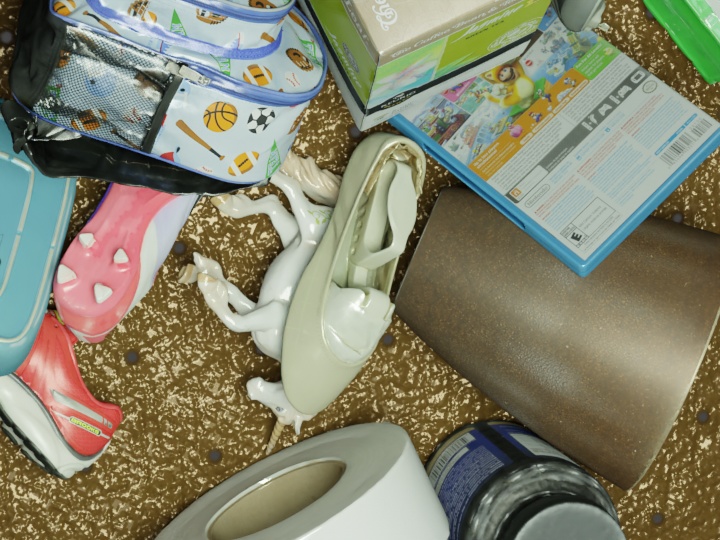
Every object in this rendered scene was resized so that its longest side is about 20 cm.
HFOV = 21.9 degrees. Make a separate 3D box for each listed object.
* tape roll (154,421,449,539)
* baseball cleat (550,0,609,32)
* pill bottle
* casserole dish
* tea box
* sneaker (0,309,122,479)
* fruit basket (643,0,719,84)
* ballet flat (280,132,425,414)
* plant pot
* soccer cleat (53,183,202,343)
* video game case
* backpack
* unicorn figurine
[{"bbox_3d":[-0.042,0.181,1.247,0.201,0.202,0.071,-28,101,-6],"label":"tape roll"},{"bbox_3d":[0.124,-0.206,1.228,0.106,0.200,0.070,31,96,-3],"label":"baseball cleat"},{"bbox_3d":[0.112,0.175,1.274,0.110,0.200,0.113,-1,98,-11],"label":"pill bottle"},{"bbox_3d":[-0.247,-0.026,1.216,0.120,0.039,0.202,23,65,-26],"label":"casserole dish"},{"bbox_3d":[0.019,-0.223,1.182,0.133,0.197,0.202,-25,84,-6],"label":"tea box"},{"bbox_3d":[-0.237,0.046,1.267,0.085,0.077,0.201,-41,105,-23],"label":"sneaker"},{"bbox_3d":[0.292,-0.237,1.312,0.200,0.094,0.186,-43,103,-6],"label":"fruit basket"},{"bbox_3d":[0.000,0.000,1.250,0.069,0.069,0.202,18,78,-13],"label":"ballet flat"},{"bbox_3d":[0.129,0.024,1.282,0.198,0.187,0.189,24,93,2],"label":"plant pot"},{"bbox_3d":[-0.143,-0.040,1.264,0.066,0.077,0.201,28,65,8],"label":"soccer cleat"},{"bbox_3d":[0.125,-0.103,1.259,0.143,0.018,0.200,-43,64,-15],"label":"video game case"},{"bbox_3d":[-0.115,-0.147,1.185,0.189,0.201,0.154,25,125,-21],"label":"backpack"},{"bbox_3d":[-0.057,0.016,1.283,0.137,0.074,0.201,32,85,-24],"label":"unicorn figurine"}]
